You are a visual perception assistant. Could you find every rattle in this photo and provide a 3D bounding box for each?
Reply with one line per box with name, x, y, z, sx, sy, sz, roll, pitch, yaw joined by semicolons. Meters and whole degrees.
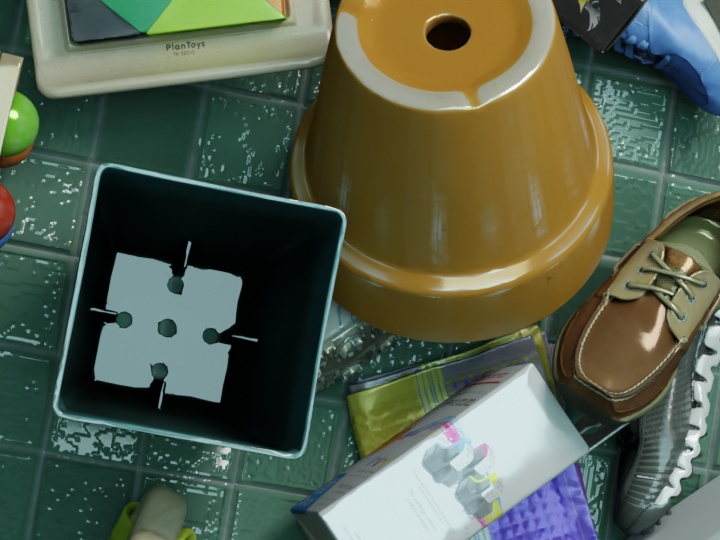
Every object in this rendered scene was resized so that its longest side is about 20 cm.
rattle;-0.104;0.210;1.237;0.143;0.200;0.130;44;80;-5

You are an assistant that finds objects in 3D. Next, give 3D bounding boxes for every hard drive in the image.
hard drive;0.264;0.138;1.347;0.200;0.132;0.026;-32;93;-11

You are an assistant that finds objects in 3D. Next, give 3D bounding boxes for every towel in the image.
towel;0.079;0.147;1.367;0.144;0.023;0.200;-14;88;-12

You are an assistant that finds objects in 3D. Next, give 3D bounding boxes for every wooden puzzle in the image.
wooden puzzle;-0.118;-0.212;1.281;0.185;0.037;0.200;-7;90;3

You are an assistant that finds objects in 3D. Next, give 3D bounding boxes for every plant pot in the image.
plant pot;-0.106;0.030;1.250;0.141;0.200;0.141;11;84;-10
plant pot;0.051;-0.088;1.247;0.200;0.183;0.200;-2;57;3

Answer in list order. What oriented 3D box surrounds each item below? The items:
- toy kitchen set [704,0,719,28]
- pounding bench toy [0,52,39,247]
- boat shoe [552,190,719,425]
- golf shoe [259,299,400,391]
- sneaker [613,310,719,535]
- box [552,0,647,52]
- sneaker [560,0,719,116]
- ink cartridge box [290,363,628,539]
toy kitchen set;0.369;-0.165;1.330;0.200;0.163;0.180;-23;81;-33
pounding bench toy;-0.269;-0.109;1.268;0.156;0.124;0.200;13;83;-10
boat shoe;0.181;0.013;1.283;0.076;0.074;0.200;31;44;10
golf shoe;0.000;0.000;1.349;0.200;0.078;0.097;-39;75;-16
sneaker;0.186;0.071;1.374;0.090;0.066;0.200;22;78;-6
box;0.106;-0.239;1.289;0.200;0.048;0.158;38;38;0
sneaker;0.155;-0.160;1.375;0.111;0.077;0.200;-37;89;-17
ink cartridge box;0.063;0.117;1.296;0.200;0.115;0.068;-34;92;-12
